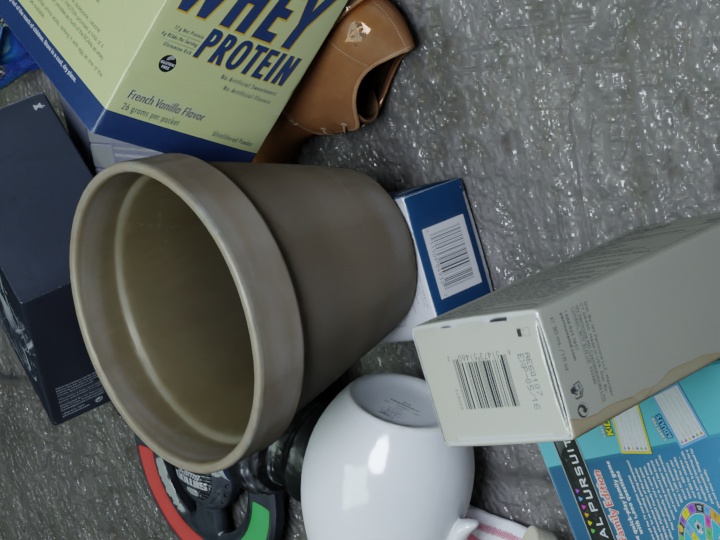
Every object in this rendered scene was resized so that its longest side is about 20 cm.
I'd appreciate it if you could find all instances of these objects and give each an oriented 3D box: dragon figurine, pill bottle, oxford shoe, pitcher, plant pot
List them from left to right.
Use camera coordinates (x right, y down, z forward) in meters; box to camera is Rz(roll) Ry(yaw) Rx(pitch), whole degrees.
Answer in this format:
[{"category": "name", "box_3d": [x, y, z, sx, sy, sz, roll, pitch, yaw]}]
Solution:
[{"category": "dragon figurine", "box_3d": [-0.310, -0.206, 1.407, 0.059, 0.099, 0.201, 44, 135, 27]}, {"category": "pill bottle", "box_3d": [-0.091, 0.106, 1.269, 0.199, 0.112, 0.113, 24, 124, 31]}, {"category": "plant pot", "box_3d": [-0.064, 0.008, 1.060, 0.199, 0.173, 0.201, 22, 121, 42]}, {"category": "oxford shoe", "box_3d": [-0.027, -0.117, 1.145, 0.071, 0.071, 0.200, 50, 140, 7]}, {"category": "pitcher", "box_3d": [0.034, 0.188, 1.154, 0.171, 0.121, 0.201, 22, 116, 24]}]

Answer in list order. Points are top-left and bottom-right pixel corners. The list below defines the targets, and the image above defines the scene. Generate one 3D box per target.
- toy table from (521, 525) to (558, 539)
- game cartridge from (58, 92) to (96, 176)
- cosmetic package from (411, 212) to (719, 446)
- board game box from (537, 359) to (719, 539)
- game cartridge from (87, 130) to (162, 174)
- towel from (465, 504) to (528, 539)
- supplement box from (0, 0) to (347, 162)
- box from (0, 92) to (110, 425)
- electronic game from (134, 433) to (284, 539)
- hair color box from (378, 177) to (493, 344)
[{"category": "toy table", "box_3d": [0.094, 0.273, 1.072, 0.184, 0.200, 0.117, -53, 16, 8]}, {"category": "game cartridge", "box_3d": [-0.181, -0.142, 1.338, 0.199, 0.041, 0.134, -2, 108, 50]}, {"category": "cosmetic package", "box_3d": [0.137, 0.030, 0.910, 0.103, 0.199, 0.074, -10, 98, 52]}, {"category": "board game box", "box_3d": [0.206, 0.129, 0.995, 0.200, 0.047, 0.152, -21, 91, 51]}, {"category": "game cartridge", "box_3d": [-0.155, -0.096, 1.262, 0.200, 0.038, 0.130, 11, 118, 55]}, {"category": "towel", "box_3d": [0.084, 0.266, 1.212, 0.146, 0.030, 0.201, 11, 114, 46]}, {"category": "supplement box", "box_3d": [-0.122, -0.210, 1.083, 0.200, 0.134, 0.200, 48, 113, 38]}, {"category": "box", "box_3d": [-0.264, -0.010, 1.375, 0.200, 0.104, 0.183, 55, 158, 32]}, {"category": "electronic game", "box_3d": [-0.134, 0.169, 1.414, 0.199, 0.041, 0.201, 23, 123, 41]}, {"category": "hair color box", "box_3d": [0.000, 0.000, 1.167, 0.199, 0.060, 0.101, -9, 99, 50]}]
